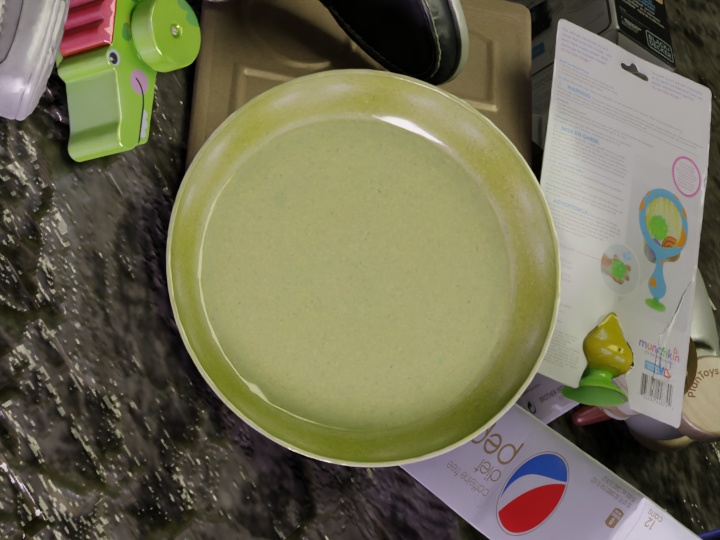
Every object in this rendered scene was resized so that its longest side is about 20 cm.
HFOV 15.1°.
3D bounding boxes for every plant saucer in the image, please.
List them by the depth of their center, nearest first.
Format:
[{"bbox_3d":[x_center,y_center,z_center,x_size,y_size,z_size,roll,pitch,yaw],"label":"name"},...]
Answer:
[{"bbox_3d":[0.000,0.000,1.351,0.200,0.031,0.200,2,79,-13],"label":"plant saucer"}]

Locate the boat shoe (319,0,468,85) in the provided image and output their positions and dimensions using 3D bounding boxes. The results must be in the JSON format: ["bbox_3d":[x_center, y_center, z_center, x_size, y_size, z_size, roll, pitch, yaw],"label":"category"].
[{"bbox_3d":[-0.019,-0.175,1.412,0.066,0.074,0.200,-36,98,-51],"label":"boat shoe"}]

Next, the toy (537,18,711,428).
[{"bbox_3d":[0.129,-0.022,1.468,0.115,0.047,0.200,22,62,-33],"label":"toy"}]

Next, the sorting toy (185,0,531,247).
[{"bbox_3d":[0.001,-0.092,1.455,0.185,0.036,0.200,11,45,-10],"label":"sorting toy"}]

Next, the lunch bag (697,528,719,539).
[{"bbox_3d":[0.199,0.200,1.442,0.124,0.170,0.200,60,31,-11],"label":"lunch bag"}]

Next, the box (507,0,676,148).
[{"bbox_3d":[0.124,-0.188,1.709,0.060,0.117,0.200,29,44,-38],"label":"box"}]

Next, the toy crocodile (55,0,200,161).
[{"bbox_3d":[-0.115,-0.149,1.332,0.062,0.067,0.200,27,66,-45],"label":"toy crocodile"}]

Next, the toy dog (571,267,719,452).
[{"bbox_3d":[0.160,0.022,1.611,0.096,0.132,0.200,-5,57,-15],"label":"toy dog"}]

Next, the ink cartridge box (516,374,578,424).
[{"bbox_3d":[0.051,0.000,1.515,0.119,0.042,0.200,-22,86,-59],"label":"ink cartridge box"}]

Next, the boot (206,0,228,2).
[{"bbox_3d":[-0.123,-0.249,1.436,0.200,0.072,0.155,43,36,-34],"label":"boot"}]

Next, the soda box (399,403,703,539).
[{"bbox_3d":[0.092,0.115,1.349,0.068,0.064,0.200,38,-2,-32],"label":"soda box"}]

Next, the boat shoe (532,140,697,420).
[{"bbox_3d":[0.103,0.000,1.512,0.201,0.063,0.073,46,49,-11],"label":"boat shoe"}]

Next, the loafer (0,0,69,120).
[{"bbox_3d":[-0.173,-0.160,1.304,0.070,0.070,0.200,8,54,-14],"label":"loafer"}]
